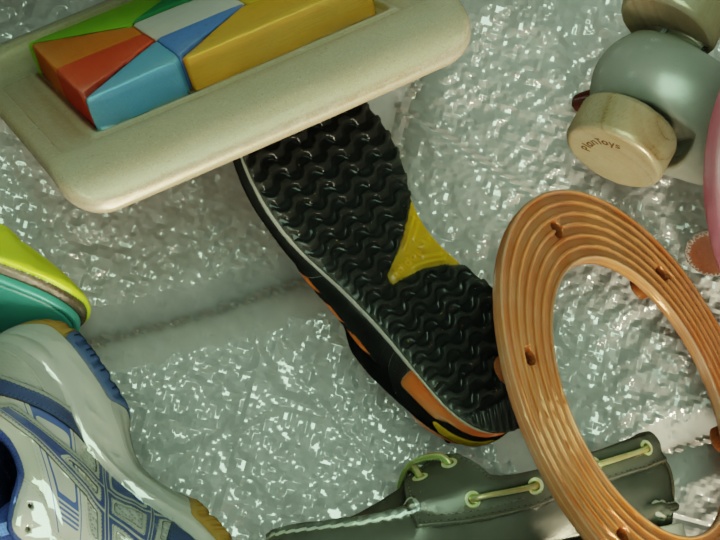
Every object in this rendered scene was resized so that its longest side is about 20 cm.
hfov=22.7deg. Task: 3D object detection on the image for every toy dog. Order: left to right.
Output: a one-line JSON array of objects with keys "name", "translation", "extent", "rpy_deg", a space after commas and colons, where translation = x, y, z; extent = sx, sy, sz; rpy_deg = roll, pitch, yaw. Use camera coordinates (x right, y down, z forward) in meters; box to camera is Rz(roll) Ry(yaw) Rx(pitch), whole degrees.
[{"name": "toy dog", "translation": [0.175, -0.052, 0.868], "extent": [0.132, 0.096, 0.200], "rpy_deg": [-40, 99, -18]}]

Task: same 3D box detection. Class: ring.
[{"name": "ring", "translation": [0.121, 0.058, 0.797], "extent": [0.200, 0.019, 0.201], "rpy_deg": [32, 43, -36]}]

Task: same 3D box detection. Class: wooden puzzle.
[{"name": "wooden puzzle", "translation": [-0.070, -0.102, 0.795], "extent": [0.184, 0.200, 0.037], "rpy_deg": [-24, 118, -13]}]

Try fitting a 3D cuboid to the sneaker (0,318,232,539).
[{"name": "sneaker", "translation": [-0.118, 0.119, 0.766], "extent": [0.088, 0.075, 0.200], "rpy_deg": [-29, 73, -42]}]

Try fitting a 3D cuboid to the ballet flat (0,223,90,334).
[{"name": "ballet flat", "translation": [-0.218, -0.016, 0.809], "extent": [0.199, 0.067, 0.067], "rpy_deg": [7, 58, -4]}]

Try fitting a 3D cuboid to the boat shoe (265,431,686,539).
[{"name": "boat shoe", "translation": [0.049, 0.112, 0.806], "extent": [0.200, 0.072, 0.061], "rpy_deg": [-5, 77, -15]}]

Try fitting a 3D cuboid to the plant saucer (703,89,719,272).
[{"name": "plant saucer", "translation": [0.237, -0.034, 0.810], "extent": [0.199, 0.051, 0.202], "rpy_deg": [2, 84, -20]}]

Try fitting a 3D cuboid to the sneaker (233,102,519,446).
[{"name": "sneaker", "translation": [0.000, 0.000, 0.815], "extent": [0.070, 0.090, 0.200], "rpy_deg": [-36, 84, -24]}]
